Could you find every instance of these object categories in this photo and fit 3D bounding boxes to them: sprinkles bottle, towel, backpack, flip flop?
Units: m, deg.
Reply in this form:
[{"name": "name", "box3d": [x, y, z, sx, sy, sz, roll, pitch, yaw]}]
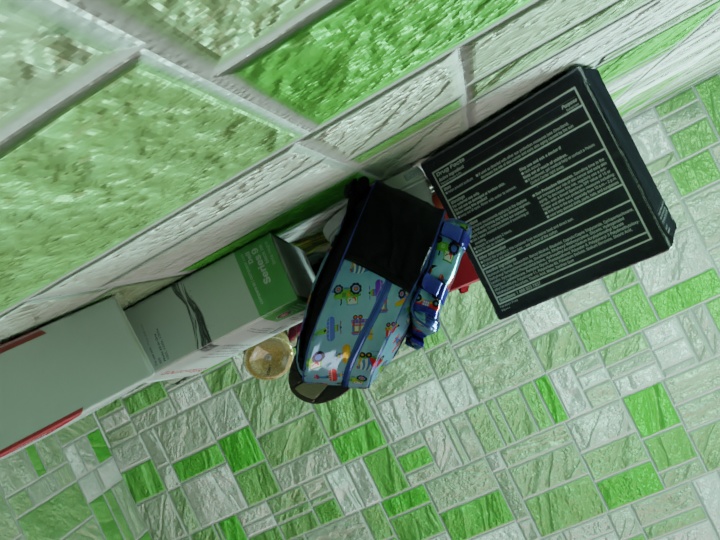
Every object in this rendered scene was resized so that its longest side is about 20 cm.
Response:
[{"name": "sprinkles bottle", "box3d": [-0.143, 0.074, 0.899, 0.068, 0.069, 0.200, -27, -152, -2]}, {"name": "towel", "box3d": [-0.121, -0.013, 0.884, 0.086, 0.018, 0.199, -29, 178, 35]}, {"name": "backpack", "box3d": [0.014, 0.033, 0.647, 0.183, 0.133, 0.202, 104, 8, -76]}, {"name": "flip flop", "box3d": [-0.019, 0.067, 0.757, 0.058, 0.080, 0.202, 127, -12, -73]}]

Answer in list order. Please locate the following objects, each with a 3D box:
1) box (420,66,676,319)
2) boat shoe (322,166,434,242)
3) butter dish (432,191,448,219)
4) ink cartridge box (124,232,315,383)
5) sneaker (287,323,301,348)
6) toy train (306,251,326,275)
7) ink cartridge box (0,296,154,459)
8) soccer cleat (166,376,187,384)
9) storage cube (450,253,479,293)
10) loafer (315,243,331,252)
[{"name": "box", "box3d": [0.209, -0.085, 0.702, 0.199, 0.200, 0.123, -27, -179, 32]}, {"name": "boat shoe", "box3d": [0.023, -0.060, 0.780, 0.072, 0.069, 0.199, -26, 178, -41]}, {"name": "butter dish", "box3d": [0.194, -0.090, 1.004, 0.199, 0.148, 0.200, -38, -176, -31]}, {"name": "ink cartridge box", "box3d": [-0.153, 0.047, 0.732, 0.198, 0.085, 0.146, -27, 170, 6]}, {"name": "sneaker", "box3d": [-0.026, 0.057, 0.862, 0.200, 0.087, 0.074, -43, -150, 33]}, {"name": "toy train", "box3d": [0.000, 0.000, 0.935, 0.198, 0.086, 0.114, -26, 150, 20]}, {"name": "ink cartridge box", "box3d": [-0.297, 0.110, 0.608, 0.143, 0.084, 0.200, -27, 178, -32]}, {"name": "soccer cleat", "box3d": [-0.205, 0.065, 0.842, 0.200, 0.073, 0.068, -42, -156, 3]}, {"name": "storage cube", "box3d": [0.117, -0.032, 1.218, 0.178, 0.202, 0.171, -21, 179, -1]}, {"name": "loafer", "box3d": [-0.074, -0.005, 1.080, 0.199, 0.069, 0.075, -27, 179, -34]}]
